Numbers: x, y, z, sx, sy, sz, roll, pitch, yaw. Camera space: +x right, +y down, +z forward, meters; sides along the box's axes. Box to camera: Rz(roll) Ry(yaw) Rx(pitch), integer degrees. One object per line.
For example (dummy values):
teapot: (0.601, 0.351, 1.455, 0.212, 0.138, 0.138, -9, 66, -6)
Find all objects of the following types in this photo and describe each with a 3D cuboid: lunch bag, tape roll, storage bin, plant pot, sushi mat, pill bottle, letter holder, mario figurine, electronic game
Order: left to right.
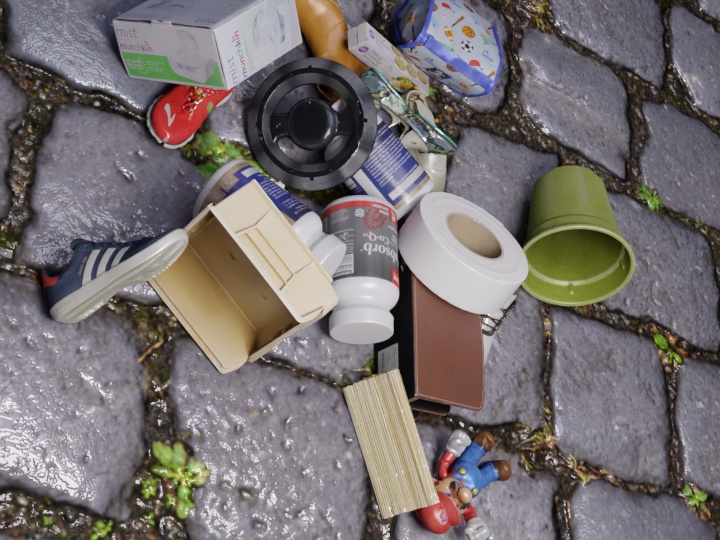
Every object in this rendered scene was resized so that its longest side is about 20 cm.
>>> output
storage bin: (-0.160, 0.016, 1.444, 0.199, 0.200, 0.094, 52, 45, -4)
pill bottle: (-0.125, -0.056, 1.518, 0.199, 0.116, 0.116, 36, 49, 12)
electronic game: (-0.073, -0.221, 1.648, 0.201, 0.199, 0.042, 62, 5, 4)
pill bottle: (0.000, 0.000, 1.622, 0.115, 0.116, 0.201, 14, 62, -30)
pill bottle: (0.014, -0.176, 1.715, 0.200, 0.111, 0.111, 50, 50, -7)
sushi mat: (0.042, 0.246, 1.558, 0.012, 0.095, 0.201, 5, 65, -60)
letter holder: (0.106, 0.119, 1.656, 0.141, 0.100, 0.201, 16, 61, -32)
lunch bag: (0.150, -0.391, 1.877, 0.169, 0.124, 0.200, 30, 26, -21)
tape roll: (0.157, -0.029, 1.670, 0.201, 0.071, 0.203, 25, 31, -16)
mario figurine: (0.159, 0.314, 1.596, 0.123, 0.107, 0.200, 30, 37, 22)
plant pot: (0.364, -0.073, 1.889, 0.200, 0.200, 0.185, 26, 44, -24)

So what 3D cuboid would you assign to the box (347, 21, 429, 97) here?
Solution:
box: (0.049, -0.344, 1.817, 0.200, 0.038, 0.042, 30, 50, -50)

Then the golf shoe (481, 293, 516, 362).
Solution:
golf shoe: (0.200, 0.067, 1.751, 0.077, 0.094, 0.201, 26, 58, -26)

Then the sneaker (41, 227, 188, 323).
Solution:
sneaker: (-0.315, -0.016, 1.376, 0.199, 0.075, 0.085, -30, 74, 1)

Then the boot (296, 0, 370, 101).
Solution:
boot: (-0.060, -0.360, 1.774, 0.200, 0.071, 0.145, 29, 55, -28)

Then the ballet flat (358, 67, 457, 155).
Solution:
ballet flat: (0.065, -0.238, 1.761, 0.200, 0.074, 0.074, 42, 51, -3)

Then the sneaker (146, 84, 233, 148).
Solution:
sneaker: (-0.237, -0.258, 1.588, 0.077, 0.085, 0.200, 43, 51, -11)

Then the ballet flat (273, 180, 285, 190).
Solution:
ballet flat: (-0.105, -0.041, 1.598, 0.071, 0.072, 0.201, -18, 81, -40)

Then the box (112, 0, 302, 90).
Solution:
box: (-0.217, -0.344, 1.559, 0.176, 0.199, 0.097, -44, 135, -40)

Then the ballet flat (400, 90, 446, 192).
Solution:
ballet flat: (0.108, -0.211, 1.829, 0.069, 0.069, 0.201, -7, 74, -38)
